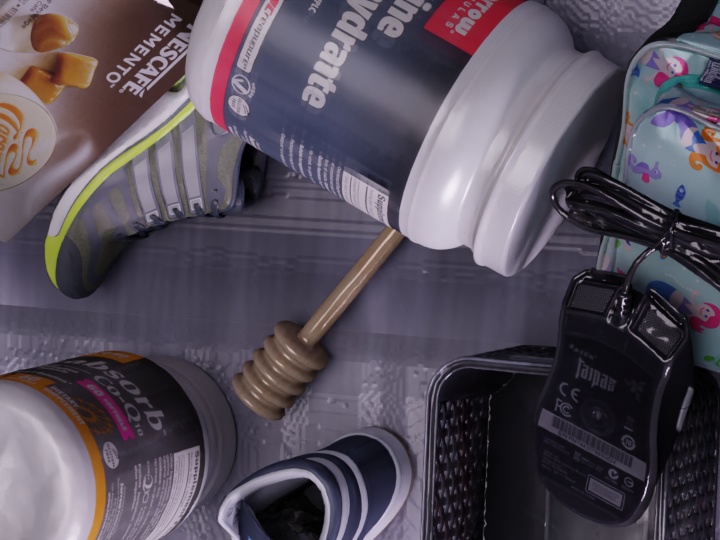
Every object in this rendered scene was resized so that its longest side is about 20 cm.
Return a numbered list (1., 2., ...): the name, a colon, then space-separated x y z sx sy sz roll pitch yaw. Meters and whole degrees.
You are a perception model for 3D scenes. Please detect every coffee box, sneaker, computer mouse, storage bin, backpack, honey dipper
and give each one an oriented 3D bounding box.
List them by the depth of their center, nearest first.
1. computer mouse: 0.155 0.047 1.353 0.140 0.046 0.201 22 128 28
2. backpack: 0.221 -0.031 1.385 0.199 0.151 0.178 17 126 14
3. storage bin: 0.111 0.145 1.480 0.135 0.094 0.201 4 95 24
4. coffee box: -0.178 -0.122 1.536 0.200 0.114 0.080 -40 40 26
5. honey dipper: 0.000 0.000 1.552 0.038 0.038 0.200 44 109 14
6. sneaker: -0.055 0.175 1.556 0.070 0.108 0.200 39 110 17
7. sneaker: -0.105 -0.050 1.577 0.081 0.074 0.200 45 114 8

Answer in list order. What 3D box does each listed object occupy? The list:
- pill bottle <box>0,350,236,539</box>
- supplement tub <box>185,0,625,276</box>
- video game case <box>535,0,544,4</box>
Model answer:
1. pill bottle: -0.154 0.105 1.543 0.116 0.200 0.117 3 97 24
2. supplement tub: 0.022 -0.099 1.454 0.200 0.140 0.141 30 107 13
3. video game case: 0.025 -0.217 1.527 0.200 0.018 0.144 28 107 19
